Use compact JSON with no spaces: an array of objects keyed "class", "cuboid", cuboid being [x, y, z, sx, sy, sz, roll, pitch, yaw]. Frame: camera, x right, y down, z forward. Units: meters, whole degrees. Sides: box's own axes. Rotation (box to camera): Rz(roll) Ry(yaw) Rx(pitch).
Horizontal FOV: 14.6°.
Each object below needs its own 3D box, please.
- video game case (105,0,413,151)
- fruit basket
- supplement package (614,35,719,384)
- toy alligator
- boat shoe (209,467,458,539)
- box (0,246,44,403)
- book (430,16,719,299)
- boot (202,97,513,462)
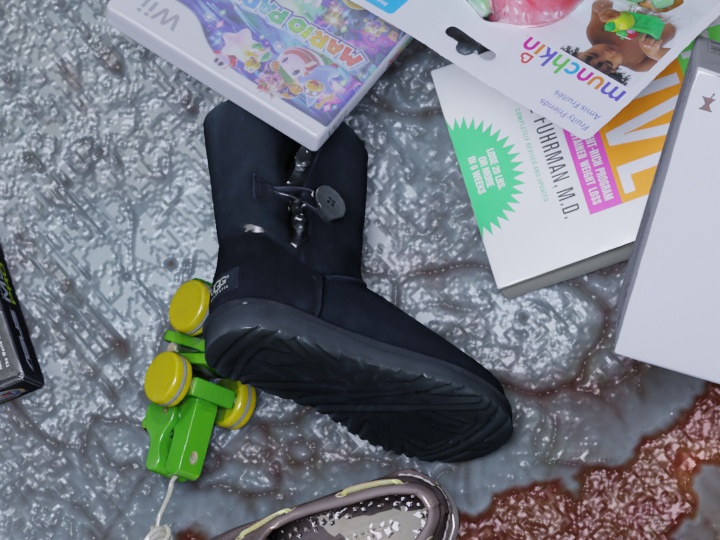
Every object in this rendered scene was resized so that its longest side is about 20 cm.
[{"class":"video game case","cuboid":[-0.026,-0.170,1.566,0.143,0.018,0.200,32,60,12]},{"class":"fruit basket","cuboid":[0.116,-0.177,1.513,0.185,0.094,0.200,34,61,31]},{"class":"supplement package","cuboid":[0.247,-0.014,1.456,0.199,0.111,0.156,16,104,3]},{"class":"toy alligator","cuboid":[-0.098,0.072,1.571,0.054,0.059,0.201,12,81,52]},{"class":"boat shoe","cuboid":[-0.042,0.166,1.541,0.199,0.060,0.072,-23,79,6]},{"class":"box","cuboid":[-0.288,0.001,1.618,0.160,0.044,0.201,-20,78,6]},{"class":"book","cuboid":[0.153,-0.080,1.557,0.199,0.048,0.134,-20,76,9]},{"class":"boot","cuboid":[0.000,0.000,1.542,0.076,0.200,0.169,-39,39,42]}]
